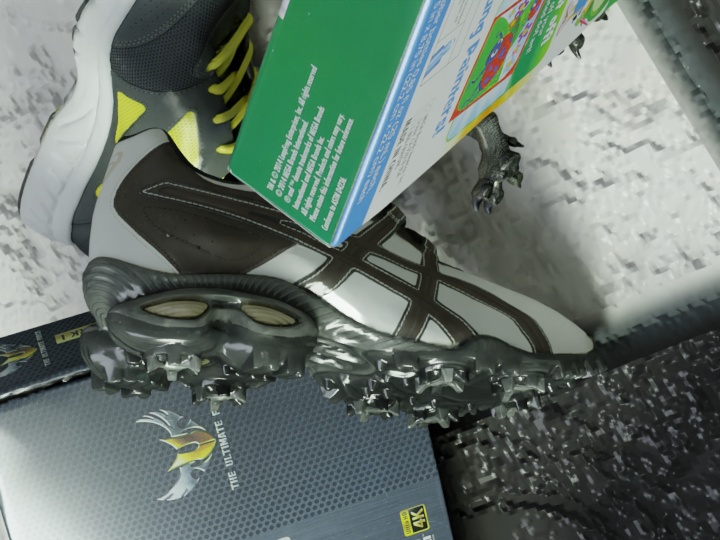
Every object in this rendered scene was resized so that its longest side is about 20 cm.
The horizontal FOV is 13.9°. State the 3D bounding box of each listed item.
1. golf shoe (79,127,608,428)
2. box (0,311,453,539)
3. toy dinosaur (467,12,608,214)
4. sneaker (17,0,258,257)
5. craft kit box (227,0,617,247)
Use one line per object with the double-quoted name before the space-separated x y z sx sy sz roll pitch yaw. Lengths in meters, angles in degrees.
"golf shoe" 0.000 0.000 0.989 0.078 0.199 0.095 -25 62 50
"box" -0.046 0.101 1.088 0.051 0.157 0.201 -119 15 -64
"toy dinosaur" 0.028 -0.077 0.982 0.088 0.047 0.201 36 132 22
"sneaker" -0.057 -0.063 1.048 0.084 0.075 0.200 35 144 6
"craft kit box" 0.057 -0.130 0.813 0.048 0.197 0.201 37 134 16
